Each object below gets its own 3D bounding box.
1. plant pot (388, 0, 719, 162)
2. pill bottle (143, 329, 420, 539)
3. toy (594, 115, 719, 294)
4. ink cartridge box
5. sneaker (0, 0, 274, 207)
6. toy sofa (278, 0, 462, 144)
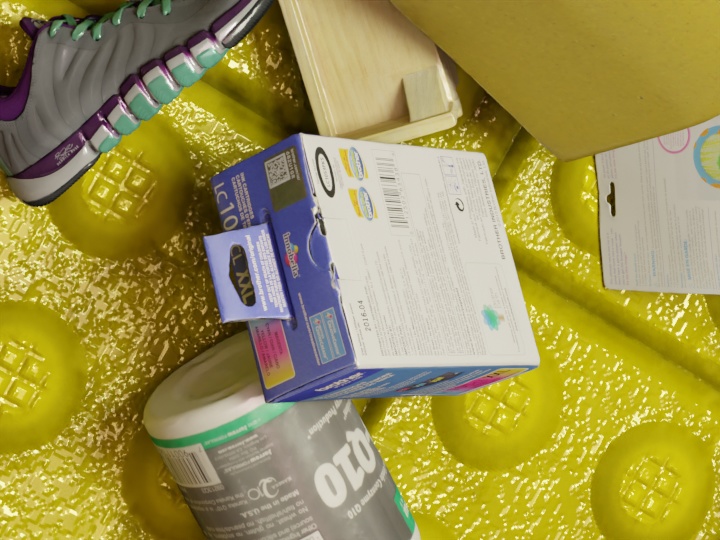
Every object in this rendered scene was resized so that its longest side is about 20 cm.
[{"bbox_3d":[0.163,-0.198,1.283,0.194,0.200,0.196,39,62,-34],"label":"plant pot"},{"bbox_3d":[-0.034,0.140,1.353,0.113,0.113,0.200,-31,108,-13],"label":"pill bottle"},{"bbox_3d":[0.238,-0.044,1.404,0.047,0.200,0.115,-17,106,-48],"label":"toy"},{"bbox_3d":[0.000,0.000,1.296,0.200,0.076,0.137,3,68,-51],"label":"ink cartridge box"},{"bbox_3d":[-0.135,-0.125,1.280,0.200,0.074,0.088,-40,100,8],"label":"sneaker"},{"bbox_3d":[-0.008,-0.171,1.343,0.083,0.098,0.200,-16,105,8],"label":"toy sofa"}]
